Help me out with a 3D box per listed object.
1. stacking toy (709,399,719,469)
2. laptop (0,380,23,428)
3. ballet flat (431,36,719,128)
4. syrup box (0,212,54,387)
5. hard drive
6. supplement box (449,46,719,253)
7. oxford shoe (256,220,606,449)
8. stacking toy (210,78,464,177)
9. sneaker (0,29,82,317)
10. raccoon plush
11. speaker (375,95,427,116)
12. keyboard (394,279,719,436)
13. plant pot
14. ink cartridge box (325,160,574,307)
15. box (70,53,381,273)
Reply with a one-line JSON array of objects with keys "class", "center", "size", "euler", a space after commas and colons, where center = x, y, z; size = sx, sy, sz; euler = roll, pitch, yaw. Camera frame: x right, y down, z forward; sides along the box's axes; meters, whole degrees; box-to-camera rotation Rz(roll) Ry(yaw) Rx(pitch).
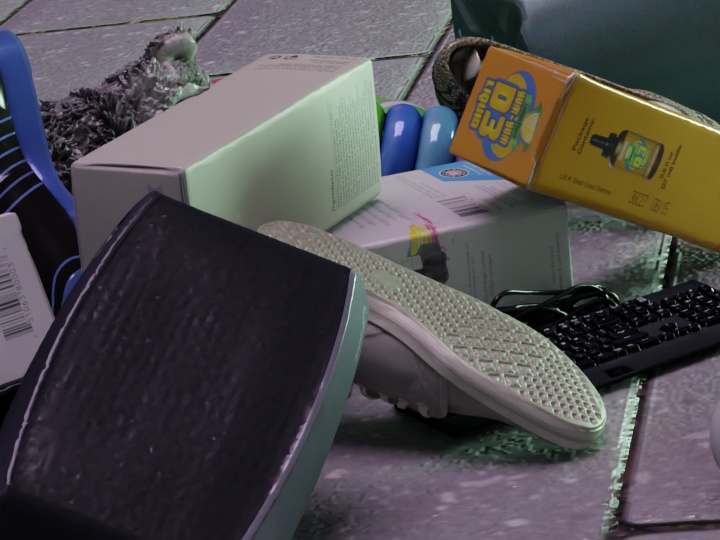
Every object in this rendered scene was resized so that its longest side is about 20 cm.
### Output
[{"class": "stacking toy", "center": [0.219, 0.033, 1.302], "size": [0.146, 0.146, 0.200], "euler": [4, 39, 36]}, {"class": "laptop", "center": [-0.150, 0.056, 1.368], "size": [0.177, 0.200, 0.103], "euler": [-19, 63, -29]}, {"class": "ballet flat", "center": [0.133, -0.087, 1.685], "size": [0.200, 0.068, 0.075], "euler": [22, -6, 9]}, {"class": "syrup box", "center": [-0.239, 0.040, 1.408], "size": [0.081, 0.079, 0.200], "euler": [-20, 0, -42]}, {"class": "hard drive", "center": [-0.077, 0.055, 1.232], "size": [0.135, 0.042, 0.200], "euler": [22, 49, 2]}, {"class": "supplement box", "center": [0.138, -0.064, 1.548], "size": [0.069, 0.067, 0.200], "euler": [27, 7, 39]}, {"class": "oxford shoe", "center": [0.027, 0.041, 1.384], "size": [0.200, 0.058, 0.075], "euler": [26, 22, 19]}, {"class": "stacking toy", "center": [-0.006, -0.065, 1.654], "size": [0.199, 0.086, 0.085], "euler": [10, 16, -2]}, {"class": "sneaker", "center": [-0.192, -0.036, 1.458], "size": [0.078, 0.200, 0.070], "euler": [-5, -32, -31]}, {"class": "raccoon plush", "center": [-0.171, -0.090, 1.572], "size": [0.200, 0.134, 0.097], "euler": [25, -30, -12]}, {"class": "speaker", "center": [-0.019, -0.075, 1.794], "size": [0.088, 0.089, 0.200], "euler": [-16, 18, -26]}, {"class": "keyboard", "center": [0.102, 0.030, 1.458], "size": [0.200, 0.040, 0.104], "euler": [-16, 19, -29]}, {"class": "plant pot", "center": [0.174, -0.158, 1.819], "size": [0.196, 0.201, 0.200], "euler": [-20, 19, -13]}, {"class": "ink cartridge box", "center": [0.000, 0.000, 1.536], "size": [0.200, 0.068, 0.115], "euler": [-12, 18, -19]}, {"class": "box", "center": [-0.064, -0.046, 1.460], "size": [0.068, 0.082, 0.200], "euler": [5, 21, 28]}]
